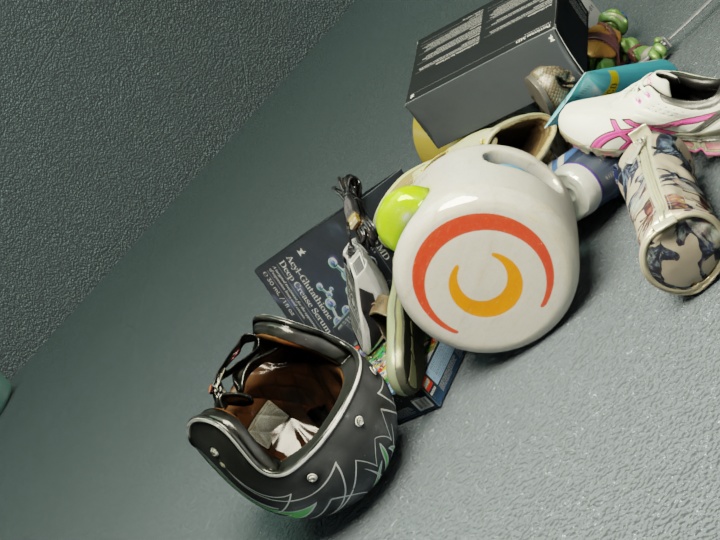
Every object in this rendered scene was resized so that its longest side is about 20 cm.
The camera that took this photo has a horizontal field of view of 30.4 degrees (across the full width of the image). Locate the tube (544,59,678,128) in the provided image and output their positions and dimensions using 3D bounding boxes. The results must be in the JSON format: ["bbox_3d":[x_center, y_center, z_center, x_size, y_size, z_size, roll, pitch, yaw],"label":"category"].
[{"bbox_3d":[0.273,-0.194,1.421,0.199,0.050,0.078,-16,-35,-46],"label":"tube"}]

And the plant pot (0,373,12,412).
[{"bbox_3d":[-0.919,0.312,3.101,0.141,0.141,0.200,-35,13,31],"label":"plant pot"}]

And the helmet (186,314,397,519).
[{"bbox_3d":[-0.058,0.155,1.332,0.201,0.190,0.200,-60,-10,-19],"label":"helmet"}]

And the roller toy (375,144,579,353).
[{"bbox_3d":[0.127,-0.023,1.321,0.181,0.201,0.140,-16,26,15],"label":"roller toy"}]

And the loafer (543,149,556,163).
[{"bbox_3d":[0.154,-0.065,1.547,0.200,0.076,0.067,-42,13,-19],"label":"loafer"}]

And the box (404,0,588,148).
[{"bbox_3d":[0.159,-0.245,1.530,0.199,0.079,0.142,-24,31,29],"label":"box"}]

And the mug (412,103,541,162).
[{"bbox_3d":[0.158,-0.153,1.664,0.153,0.149,0.188,-145,66,-64],"label":"mug"}]

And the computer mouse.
[{"bbox_3d":[0.008,0.001,1.466,0.044,0.201,0.110,-13,34,-10],"label":"computer mouse"}]

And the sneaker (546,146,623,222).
[{"bbox_3d":[0.241,-0.103,1.438,0.146,0.081,0.200,-38,4,-25],"label":"sneaker"}]

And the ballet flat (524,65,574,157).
[{"bbox_3d":[0.226,-0.170,1.470,0.046,0.200,0.067,-37,59,-1],"label":"ballet flat"}]

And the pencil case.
[{"bbox_3d":[0.278,-0.056,1.197,0.078,0.089,0.200,-38,19,20],"label":"pencil case"}]

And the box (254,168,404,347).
[{"bbox_3d":[0.000,0.000,1.582,0.200,0.149,0.107,-32,4,39],"label":"box"}]

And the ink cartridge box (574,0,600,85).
[{"bbox_3d":[0.235,-0.271,1.798,0.200,0.085,0.145,-24,28,54],"label":"ink cartridge box"}]

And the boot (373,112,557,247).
[{"bbox_3d":[0.112,-0.099,1.442,0.200,0.072,0.155,-37,8,-16],"label":"boot"}]

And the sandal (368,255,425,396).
[{"bbox_3d":[0.035,0.052,1.382,0.057,0.080,0.201,-18,31,20],"label":"sandal"}]

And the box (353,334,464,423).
[{"bbox_3d":[0.033,0.116,1.463,0.200,0.038,0.137,-29,24,44],"label":"box"}]

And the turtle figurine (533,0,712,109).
[{"bbox_3d":[0.291,-0.281,1.594,0.200,0.144,0.194,-27,29,55],"label":"turtle figurine"}]

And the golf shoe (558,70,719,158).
[{"bbox_3d":[0.285,-0.163,1.298,0.199,0.092,0.073,2,46,31],"label":"golf shoe"}]
